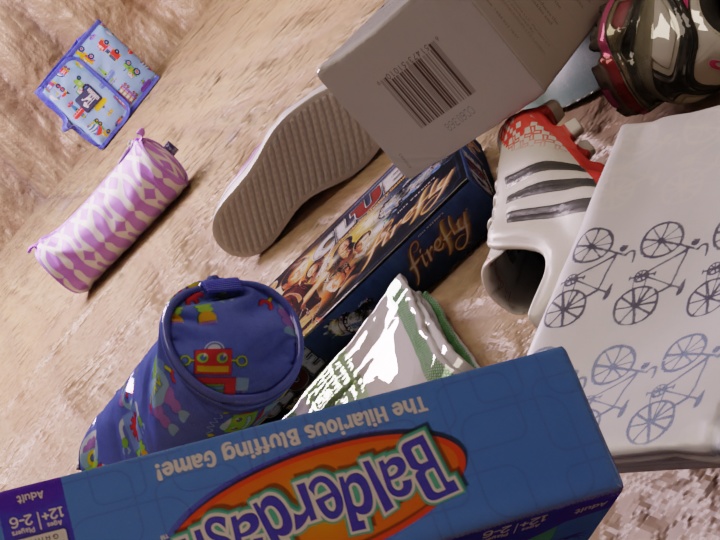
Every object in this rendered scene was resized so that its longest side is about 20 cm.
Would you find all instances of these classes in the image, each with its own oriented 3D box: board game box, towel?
[{"bbox_3d":[-0.023,0.103,0.429,0.151,0.045,0.201,-14,-28,-15],"label":"board game box"},{"bbox_3d":[-0.025,0.097,0.760,0.200,0.031,0.149,-47,16,6],"label":"towel"},{"bbox_3d":[0.000,0.000,0.904,0.200,0.035,0.136,-44,17,14],"label":"board game box"}]

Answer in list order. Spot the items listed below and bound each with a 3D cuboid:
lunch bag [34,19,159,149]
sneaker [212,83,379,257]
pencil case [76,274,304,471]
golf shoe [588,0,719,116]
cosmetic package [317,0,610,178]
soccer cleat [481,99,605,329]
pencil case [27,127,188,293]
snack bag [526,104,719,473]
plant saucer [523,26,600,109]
[{"bbox_3d":[-0.473,-0.312,2.564,0.094,0.150,0.201,-28,26,48],"label":"lunch bag"},{"bbox_3d":[-0.044,-0.107,1.191,0.200,0.073,0.115,-38,16,31],"label":"sneaker"},{"bbox_3d":[-0.099,0.076,0.821,0.077,0.087,0.200,-8,-25,-30],"label":"pencil case"},{"bbox_3d":[0.190,-0.163,0.751,0.092,0.073,0.201,-9,48,43],"label":"golf shoe"},{"bbox_3d":[0.078,-0.150,0.786,0.113,0.081,0.200,-31,16,44],"label":"cosmetic package"},{"bbox_3d":[0.087,-0.023,0.685,0.085,0.069,0.200,-39,22,3],"label":"soccer cleat"},{"bbox_3d":[-0.284,-0.066,1.668,0.200,0.085,0.084,-46,18,8],"label":"pencil case"},{"bbox_3d":[0.149,-0.006,0.499,0.199,0.021,0.189,-10,40,43],"label":"snack bag"},{"bbox_3d":[0.161,-0.184,0.906,0.201,0.039,0.201,-43,18,18],"label":"plant saucer"}]
